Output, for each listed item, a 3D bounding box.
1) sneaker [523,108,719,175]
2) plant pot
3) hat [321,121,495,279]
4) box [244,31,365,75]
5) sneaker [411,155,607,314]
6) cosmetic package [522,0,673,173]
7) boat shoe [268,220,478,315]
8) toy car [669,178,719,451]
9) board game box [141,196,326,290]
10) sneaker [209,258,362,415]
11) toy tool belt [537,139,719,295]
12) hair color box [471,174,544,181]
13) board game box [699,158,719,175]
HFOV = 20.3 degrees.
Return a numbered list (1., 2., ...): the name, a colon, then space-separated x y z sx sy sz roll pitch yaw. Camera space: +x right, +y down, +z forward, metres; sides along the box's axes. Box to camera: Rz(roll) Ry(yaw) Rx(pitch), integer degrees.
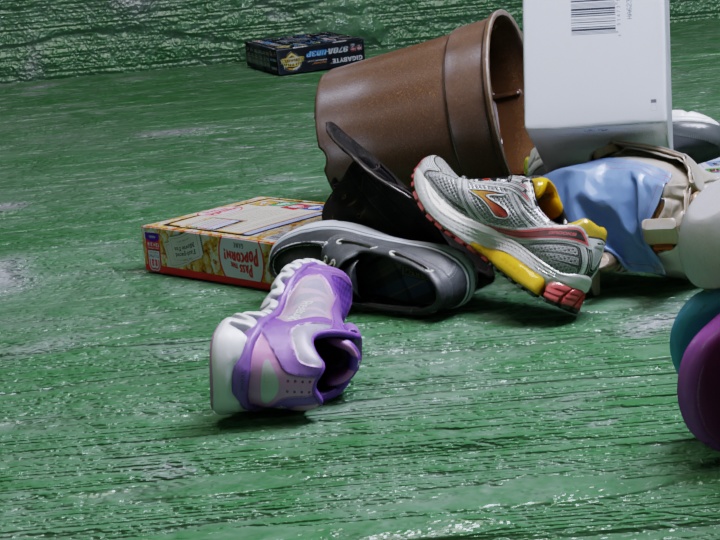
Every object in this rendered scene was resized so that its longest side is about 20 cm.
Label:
1. sneaker: 0.254 -0.088 1.892 0.199 0.085 0.074 -14 -33 20
2. plant pot: 0.070 -0.149 2.053 0.197 0.201 0.200 -9 10 21
3. hat: 0.019 -0.037 1.740 0.081 0.201 0.201 -46 13 4
4. box: -0.097 -0.377 3.470 0.158 0.046 0.200 -10 13 -18
5. sneaker: 0.122 -0.044 1.616 0.200 0.082 0.078 36 9 36
6. cosmetic package: 0.206 -0.200 1.733 0.122 0.201 0.200 -2 -9 12
7. boat shoe: 0.000 0.000 1.655 0.199 0.069 0.057 5 16 33
8. toy car: 0.256 0.048 1.182 0.150 0.175 0.200 -45 22 -8
9. board game box: -0.084 -0.028 1.865 0.151 0.047 0.199 -16 16 -40
10. sneaker: -0.035 0.052 1.428 0.088 0.081 0.200 6 20 17
11. toy tool belt: 0.194 -0.044 1.647 0.199 0.126 0.123 3 6 37
12. hair color box: 0.198 -0.055 1.806 0.199 0.062 0.102 -3 8 -3
13. board game box: 0.386 -0.091 1.975 0.199 0.037 0.151 -6 13 1
